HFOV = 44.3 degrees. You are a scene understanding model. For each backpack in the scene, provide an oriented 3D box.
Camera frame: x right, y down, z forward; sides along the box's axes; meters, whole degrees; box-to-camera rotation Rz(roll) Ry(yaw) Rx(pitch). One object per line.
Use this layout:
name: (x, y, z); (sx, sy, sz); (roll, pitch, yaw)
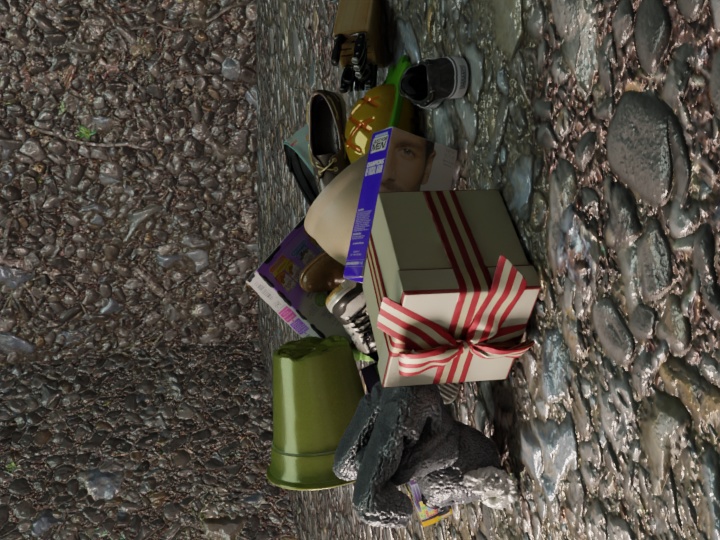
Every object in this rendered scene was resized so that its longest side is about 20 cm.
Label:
backpack: (-0.040, -0.172, 1.539); (0.200, 0.153, 0.176); (48, 179, -16)

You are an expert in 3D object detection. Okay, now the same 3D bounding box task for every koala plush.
koala plush: (0.096, 0.229, 1.108); (0.187, 0.197, 0.177); (-64, 17, 5)

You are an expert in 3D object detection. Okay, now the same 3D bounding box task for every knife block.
knife block: (-0.008, -0.390, 1.444); (0.175, 0.062, 0.206); (-13, -81, -78)

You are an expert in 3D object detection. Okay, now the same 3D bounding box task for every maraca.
maraca: (0.036, -0.238, 1.379); (0.137, 0.105, 0.204); (-21, 51, 65)

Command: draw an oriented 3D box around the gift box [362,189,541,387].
gift box: (0.094, 0.019, 1.025); (0.203, 0.180, 0.189); (93, 167, -47)

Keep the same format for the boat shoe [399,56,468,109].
boat shoe: (0.086, -0.255, 1.211); (0.200, 0.065, 0.072); (-141, 48, -73)

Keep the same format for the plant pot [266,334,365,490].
plant pot: (-0.064, 0.207, 1.369); (0.200, 0.195, 0.195); (-155, 55, -75)

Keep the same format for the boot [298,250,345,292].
boot: (0.000, 0.000, 1.405); (0.076, 0.196, 0.075); (-118, 16, -47)

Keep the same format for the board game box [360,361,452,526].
board game box: (0.070, 0.263, 1.367); (0.201, 0.056, 0.167); (-118, 8, -47)

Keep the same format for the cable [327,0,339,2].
cable: (-0.030, -0.590, 1.605); (0.200, 0.067, 0.205); (117, 146, -67)

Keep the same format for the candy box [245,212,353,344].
candy box: (-0.063, 0.024, 1.476); (0.200, 0.168, 0.071); (45, 152, -6)

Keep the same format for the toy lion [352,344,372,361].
toy lion: (-0.025, 0.091, 1.581); (0.193, 0.195, 0.070); (-82, -5, -57)

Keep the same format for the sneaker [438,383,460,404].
sneaker: (0.080, 0.084, 1.268); (0.113, 0.072, 0.206); (12, 108, 50)

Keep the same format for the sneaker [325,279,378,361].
sneaker: (0.009, 0.076, 1.339); (0.088, 0.075, 0.200); (54, 179, 25)

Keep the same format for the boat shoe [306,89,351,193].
boat shoe: (-0.050, -0.185, 1.409); (0.059, 0.070, 0.205); (-9, -85, -67)

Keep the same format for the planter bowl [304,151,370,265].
planter bowl: (0.034, -0.071, 1.307); (0.136, 0.198, 0.201); (52, 157, 14)

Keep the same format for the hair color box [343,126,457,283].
hair color box: (0.054, -0.076, 1.186); (0.064, 0.107, 0.205); (-4, 73, 64)
